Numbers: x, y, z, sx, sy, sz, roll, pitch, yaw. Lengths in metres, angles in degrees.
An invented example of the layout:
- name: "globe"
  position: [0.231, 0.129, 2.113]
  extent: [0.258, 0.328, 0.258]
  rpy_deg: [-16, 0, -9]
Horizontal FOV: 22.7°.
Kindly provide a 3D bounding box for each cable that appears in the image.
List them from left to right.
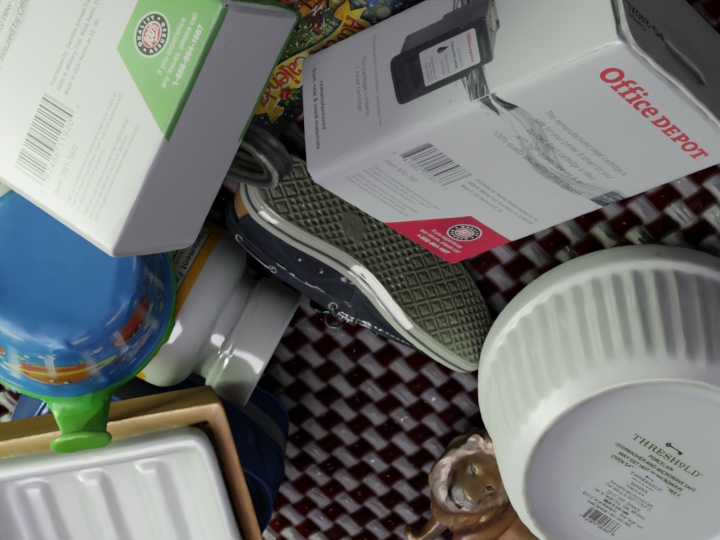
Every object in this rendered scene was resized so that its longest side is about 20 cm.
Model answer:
- name: "cable"
  position: [-0.110, -0.067, 1.088]
  extent: [0.200, 0.050, 0.097]
  rpy_deg: [28, 152, 46]

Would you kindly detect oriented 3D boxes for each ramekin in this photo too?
- name: "ramekin"
  position: [0.174, 0.094, 1.090]
  extent: [0.200, 0.105, 0.200]
  rpy_deg: [0, 126, 1]

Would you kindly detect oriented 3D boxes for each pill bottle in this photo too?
- name: "pill bottle"
  position: [-0.144, 0.006, 1.161]
  extent: [0.200, 0.113, 0.113]
  rpy_deg: [28, 129, -1]

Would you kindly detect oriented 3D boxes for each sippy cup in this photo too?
- name: "sippy cup"
  position: [-0.174, 0.005, 1.035]
  extent: [0.178, 0.140, 0.130]
  rpy_deg: [46, 170, 2]

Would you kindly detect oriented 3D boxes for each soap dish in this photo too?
- name: "soap dish"
  position: [-0.162, 0.158, 1.135]
  extent: [0.200, 0.081, 0.157]
  rpy_deg: [-11, 115, 7]

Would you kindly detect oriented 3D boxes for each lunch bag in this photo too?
- name: "lunch bag"
  position: [-0.155, 0.121, 1.235]
  extent: [0.200, 0.132, 0.136]
  rpy_deg: [32, 113, -12]

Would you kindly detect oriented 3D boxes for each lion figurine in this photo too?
- name: "lion figurine"
  position: [0.112, 0.190, 1.243]
  extent: [0.200, 0.073, 0.122]
  rpy_deg: [36, 117, -26]

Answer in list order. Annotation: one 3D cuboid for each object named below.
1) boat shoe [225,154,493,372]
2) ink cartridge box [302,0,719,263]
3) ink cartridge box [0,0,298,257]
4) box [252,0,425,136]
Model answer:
- name: "boat shoe"
  position: [0.000, 0.000, 1.131]
  extent: [0.200, 0.075, 0.062]
  rpy_deg: [34, 142, -16]
- name: "ink cartridge box"
  position: [0.090, -0.092, 0.991]
  extent: [0.200, 0.083, 0.145]
  rpy_deg: [-22, 148, 30]
- name: "ink cartridge box"
  position: [-0.156, -0.120, 0.942]
  extent: [0.200, 0.084, 0.146]
  rpy_deg: [33, 107, 20]
- name: "box"
  position: [-0.035, -0.175, 0.991]
  extent: [0.137, 0.038, 0.200]
  rpy_deg: [32, 122, -31]
